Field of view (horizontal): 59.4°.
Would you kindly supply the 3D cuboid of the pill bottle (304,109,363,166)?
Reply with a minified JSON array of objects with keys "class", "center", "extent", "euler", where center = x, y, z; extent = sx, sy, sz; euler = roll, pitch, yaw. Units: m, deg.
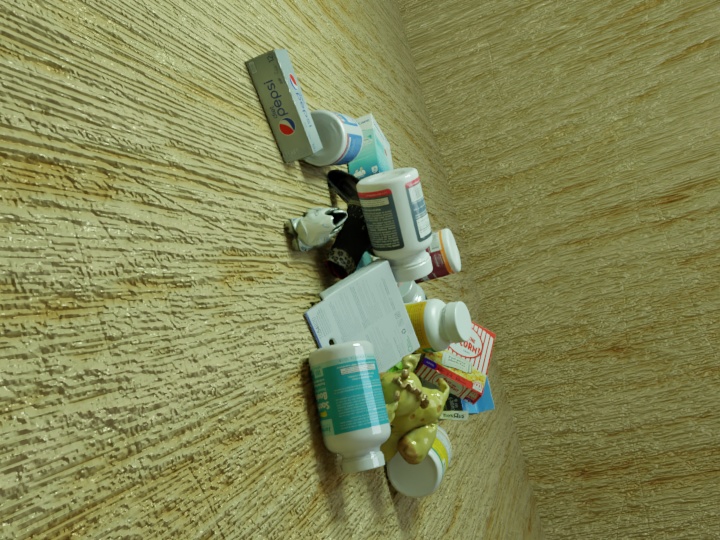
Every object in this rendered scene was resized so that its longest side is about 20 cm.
[{"class":"pill bottle","center":[-0.057,-0.279,1.346],"extent":[0.200,0.112,0.112],"euler":[-31,104,-72]}]

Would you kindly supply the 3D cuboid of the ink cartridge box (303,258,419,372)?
[{"class":"ink cartridge box","center":[0.000,0.109,1.174],"extent":[0.200,0.041,0.200],"euler":[-31,111,-28]}]

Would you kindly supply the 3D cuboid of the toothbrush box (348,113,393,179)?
[{"class":"toothbrush box","center":[0.028,-0.285,1.665],"extent":[0.146,0.085,0.200],"euler":[48,29,-55]}]

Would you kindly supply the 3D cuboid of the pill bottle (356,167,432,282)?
[{"class":"pill bottle","center":[0.072,-0.085,1.209],"extent":[0.120,0.119,0.200],"euler":[-59,136,-67]}]

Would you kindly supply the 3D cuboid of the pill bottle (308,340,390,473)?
[{"class":"pill bottle","center":[-0.015,0.221,1.028],"extent":[0.111,0.111,0.200],"euler":[25,51,-68]}]

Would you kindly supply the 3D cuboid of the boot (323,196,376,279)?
[{"class":"boot","center":[-0.009,-0.040,1.303],"extent":[0.154,0.073,0.204],"euler":[-65,158,-20]}]

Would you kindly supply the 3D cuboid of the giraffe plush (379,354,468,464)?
[{"class":"giraffe plush","center":[0.073,0.243,1.142],"extent":[0.162,0.200,0.173],"euler":[50,27,-44]}]

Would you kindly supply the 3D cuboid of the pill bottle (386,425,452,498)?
[{"class":"pill bottle","center":[0.131,0.390,1.330],"extent":[0.200,0.113,0.113],"euler":[-8,83,-72]}]

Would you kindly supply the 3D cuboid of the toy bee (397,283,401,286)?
[{"class":"toy bee","center":[0.008,0.053,1.263],"extent":[0.109,0.131,0.200],"euler":[42,38,-14]}]

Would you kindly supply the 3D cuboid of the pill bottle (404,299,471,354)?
[{"class":"pill bottle","center":[0.131,0.123,1.366],"extent":[0.113,0.200,0.113],"euler":[28,57,-54]}]

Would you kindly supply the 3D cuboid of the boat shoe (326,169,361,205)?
[{"class":"boat shoe","center":[-0.010,-0.165,1.368],"extent":[0.057,0.067,0.200],"euler":[30,7,-43]}]

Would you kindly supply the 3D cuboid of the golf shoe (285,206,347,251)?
[{"class":"golf shoe","center":[-0.062,-0.085,1.185],"extent":[0.200,0.097,0.078],"euler":[-54,124,-71]}]

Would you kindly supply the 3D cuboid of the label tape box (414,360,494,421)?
[{"class":"label tape box","center":[0.200,0.277,1.497],"extent":[0.066,0.200,0.143],"euler":[41,36,-63]}]

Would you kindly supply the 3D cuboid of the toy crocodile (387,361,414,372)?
[{"class":"toy crocodile","center":[0.065,0.226,1.372],"extent":[0.068,0.062,0.200],"euler":[-60,152,-9]}]

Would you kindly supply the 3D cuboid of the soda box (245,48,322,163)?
[{"class":"soda box","center":[-0.141,-0.309,1.192],"extent":[0.068,0.063,0.200],"euler":[-58,129,-66]}]

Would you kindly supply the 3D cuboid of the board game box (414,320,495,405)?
[{"class":"board game box","center":[0.221,0.191,1.456],"extent":[0.151,0.046,0.200],"euler":[28,42,-1]}]

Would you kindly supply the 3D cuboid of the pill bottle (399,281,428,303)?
[{"class":"pill bottle","center":[0.117,0.100,1.548],"extent":[0.113,0.113,0.200],"euler":[-89,156,-43]}]

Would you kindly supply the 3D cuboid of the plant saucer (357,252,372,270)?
[{"class":"plant saucer","center":[0.000,0.000,1.419],"extent":[0.200,0.027,0.200],"euler":[-15,90,-73]}]

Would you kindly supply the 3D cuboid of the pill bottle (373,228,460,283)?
[{"class":"pill bottle","center":[0.141,-0.025,1.587],"extent":[0.114,0.200,0.114],"euler":[-16,90,-72]}]
